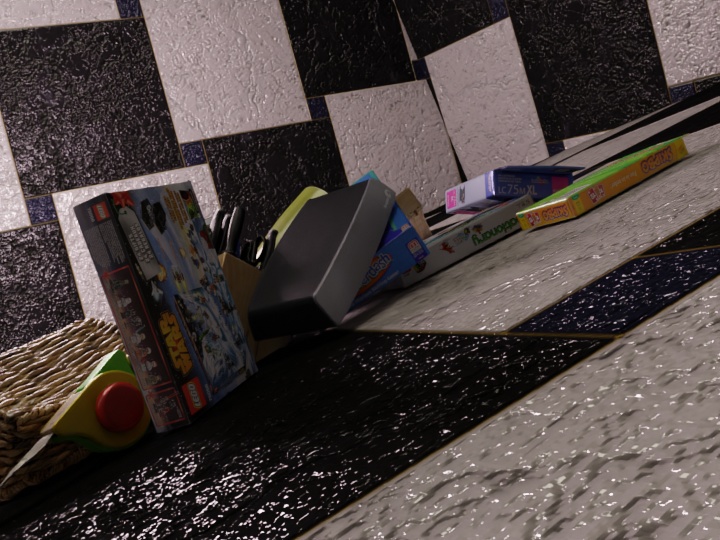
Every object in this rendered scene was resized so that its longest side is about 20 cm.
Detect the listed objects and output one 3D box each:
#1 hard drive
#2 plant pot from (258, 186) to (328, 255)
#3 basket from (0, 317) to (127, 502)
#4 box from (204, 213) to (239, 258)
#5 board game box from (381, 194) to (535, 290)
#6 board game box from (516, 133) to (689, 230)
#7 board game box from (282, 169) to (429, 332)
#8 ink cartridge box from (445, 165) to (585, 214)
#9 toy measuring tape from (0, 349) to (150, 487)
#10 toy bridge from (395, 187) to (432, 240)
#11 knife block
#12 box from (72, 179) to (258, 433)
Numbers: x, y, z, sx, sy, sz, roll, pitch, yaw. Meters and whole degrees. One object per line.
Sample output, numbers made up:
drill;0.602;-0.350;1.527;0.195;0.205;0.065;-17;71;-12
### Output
hard drive;-0.044;-0.018;0.755;0.133;0.043;0.202;-13;38;37
plant pot;-0.112;-0.014;1.250;0.200;0.188;0.186;-42;10;-23
basket;-0.300;0.160;0.716;0.140;0.153;0.199;13;20;22
box;-0.192;0.042;0.854;0.032;0.205;0.121;11;20;24
board game box;0.113;-0.033;0.872;0.197;0.035;0.126;-27;4;-14
board game box;0.278;-0.101;0.783;0.197;0.030;0.095;-30;5;-21
board game box;-0.014;-0.032;0.836;0.151;0.045;0.201;-36;28;4
ink cartridge box;0.206;-0.107;0.948;0.116;0.043;0.200;0;-6;-15
toy measuring tape;-0.237;0.151;0.590;0.073;0.074;0.201;-21;28;46
toy bridge;0.082;-0.048;0.982;0.027;0.068;0.200;-34;-17;-4
knife block;-0.158;0.024;0.773;0.063;0.179;0.199;-21;5;40
box;-0.170;0.025;0.633;0.039;0.204;0.137;-17;5;19
